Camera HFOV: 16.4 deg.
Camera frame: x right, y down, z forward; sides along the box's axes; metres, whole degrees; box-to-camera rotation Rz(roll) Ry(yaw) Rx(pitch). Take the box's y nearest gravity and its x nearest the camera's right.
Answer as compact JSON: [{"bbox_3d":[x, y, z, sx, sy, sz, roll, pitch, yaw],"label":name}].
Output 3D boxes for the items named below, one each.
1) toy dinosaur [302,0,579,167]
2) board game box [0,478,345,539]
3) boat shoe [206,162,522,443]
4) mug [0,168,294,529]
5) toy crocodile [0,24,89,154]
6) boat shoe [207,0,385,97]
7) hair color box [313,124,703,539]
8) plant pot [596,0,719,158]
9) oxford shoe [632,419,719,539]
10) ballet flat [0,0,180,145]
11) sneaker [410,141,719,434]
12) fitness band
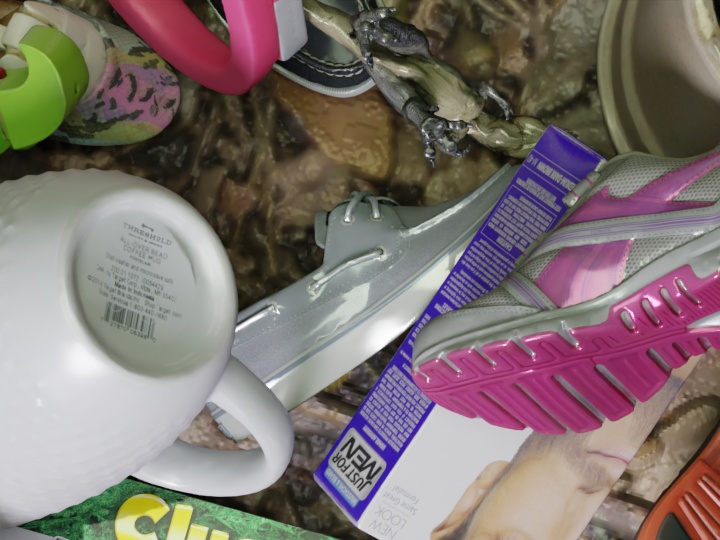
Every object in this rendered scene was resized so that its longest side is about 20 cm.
[{"bbox_3d":[0.019,-0.097,1.176,0.200,0.088,0.048,37,101,-14],"label":"toy dinosaur"},{"bbox_3d":[-0.086,0.162,1.212,0.199,0.023,0.105,14,83,6],"label":"board game box"},{"bbox_3d":[0.000,0.000,1.197,0.201,0.070,0.072,-36,90,3],"label":"boat shoe"},{"bbox_3d":[-0.119,0.043,1.132,0.200,0.175,0.148,36,56,-22],"label":"mug"},{"bbox_3d":[-0.213,-0.072,1.196,0.199,0.068,0.062,-6,119,35],"label":"toy crocodile"},{"bbox_3d":[-0.061,-0.168,1.228,0.200,0.060,0.076,45,89,8],"label":"boat shoe"},{"bbox_3d":[0.082,0.048,1.155,0.109,0.065,0.200,31,96,-29],"label":"hair color box"},{"bbox_3d":[0.207,-0.112,1.137,0.199,0.183,0.201,-1,83,5],"label":"plant pot"},{"bbox_3d":[0.192,0.086,1.177,0.200,0.073,0.071,-40,84,-20],"label":"oxford shoe"},{"bbox_3d":[-0.185,-0.118,1.227,0.199,0.071,0.069,24,75,7],"label":"ballet flat"},{"bbox_3d":[0.112,0.002,1.070,0.199,0.081,0.088,-22,50,14],"label":"sneaker"},{"bbox_3d":[-0.092,-0.160,1.154,0.143,0.200,0.037,36,69,23],"label":"fitness band"}]
